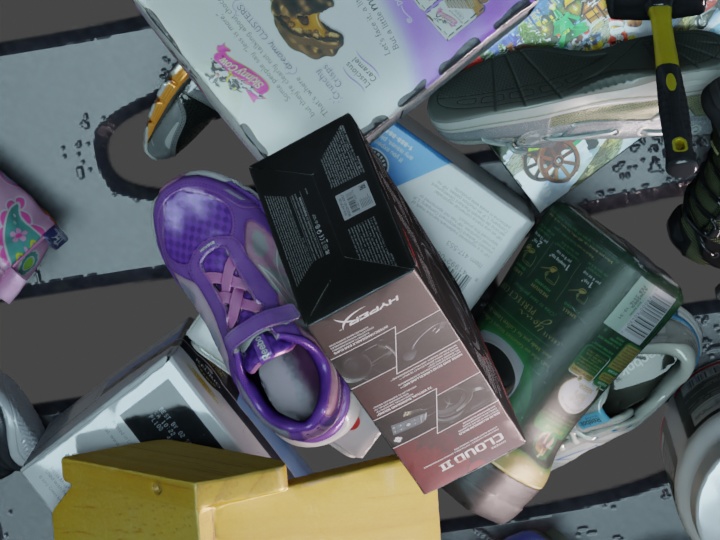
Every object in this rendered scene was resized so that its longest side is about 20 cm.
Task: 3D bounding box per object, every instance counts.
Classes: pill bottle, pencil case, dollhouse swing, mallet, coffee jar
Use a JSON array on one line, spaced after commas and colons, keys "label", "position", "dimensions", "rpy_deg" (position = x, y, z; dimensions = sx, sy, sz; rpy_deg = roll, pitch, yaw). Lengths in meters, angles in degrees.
[{"label": "pill bottle", "position": [0.257, 0.131, 1.655], "dimensions": [0.113, 0.200, 0.114], "rpy_deg": [0, 101, 2]}, {"label": "pencil case", "position": [-0.296, -0.058, 1.703], "dimensions": [0.200, 0.087, 0.087], "rpy_deg": [42, 99, -4]}, {"label": "dollhouse swing", "position": [-0.069, 0.205, 1.633], "dimensions": [0.181, 0.175, 0.201], "rpy_deg": [6, 106, 43]}, {"label": "mallet", "position": [0.181, -0.129, 1.586], "dimensions": [0.066, 0.200, 0.041], "rpy_deg": [2, 134, 7]}, {"label": "coffee jar", "position": [0.113, 0.062, 1.656], "dimensions": [0.200, 0.085, 0.104], "rpy_deg": [-53, 51, 6]}]

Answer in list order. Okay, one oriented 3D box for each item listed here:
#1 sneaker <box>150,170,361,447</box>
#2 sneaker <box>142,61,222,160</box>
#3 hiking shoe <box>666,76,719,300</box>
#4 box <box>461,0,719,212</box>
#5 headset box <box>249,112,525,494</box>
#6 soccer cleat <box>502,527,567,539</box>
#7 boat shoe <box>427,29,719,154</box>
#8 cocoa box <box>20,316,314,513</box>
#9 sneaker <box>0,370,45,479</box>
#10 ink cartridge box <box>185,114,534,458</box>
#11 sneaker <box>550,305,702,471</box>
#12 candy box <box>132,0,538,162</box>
[{"label": "sneaker", "position": [-0.067, 0.028, 1.622], "dimensions": [0.080, 0.088, 0.201], "rpy_deg": [-30, 94, 9]}, {"label": "sneaker", "position": [-0.068, -0.144, 1.683], "dimensions": [0.077, 0.078, 0.200], "rpy_deg": [41, 98, -10]}, {"label": "hiking shoe", "position": [0.244, -0.043, 1.649], "dimensions": [0.100, 0.076, 0.200], "rpy_deg": [-23, 136, 10]}, {"label": "box", "position": [0.158, -0.153, 1.690], "dimensions": [0.200, 0.038, 0.137], "rpy_deg": [-37, 97, 8]}, {"label": "headset box", "position": [0.021, 0.027, 1.555], "dimensions": [0.077, 0.149, 0.200], "rpy_deg": [-27, 135, 6]}, {"label": "soccer cleat", "position": [0.150, 0.266, 1.720], "dimensions": [0.084, 0.065, 0.200], "rpy_deg": [-30, 70, -26]}, {"label": "boat shoe", "position": [0.145, -0.105, 1.645], "dimensions": [0.201, 0.075, 0.065], "rpy_deg": [-11, 123, -3]}, {"label": "cocoa box", "position": [-0.110, 0.156, 1.709], "dimensions": [0.133, 0.131, 0.200], "rpy_deg": [-36, 98, 8]}, {"label": "sneaker", "position": [-0.312, 0.078, 1.731], "dimensions": [0.114, 0.075, 0.200], "rpy_deg": [-38, 99, 6]}, {"label": "ink cartridge box", "position": [0.000, 0.000, 1.700], "dimensions": [0.146, 0.086, 0.200], "rpy_deg": [35, 101, -4]}, {"label": "sneaker", "position": [0.142, 0.092, 1.712], "dimensions": [0.200, 0.087, 0.075], "rpy_deg": [-35, 100, 10]}, {"label": "candy box", "position": [-0.018, -0.169, 1.609], "dimensions": [0.200, 0.072, 0.168], "rpy_deg": [-39, 88, -3]}]
